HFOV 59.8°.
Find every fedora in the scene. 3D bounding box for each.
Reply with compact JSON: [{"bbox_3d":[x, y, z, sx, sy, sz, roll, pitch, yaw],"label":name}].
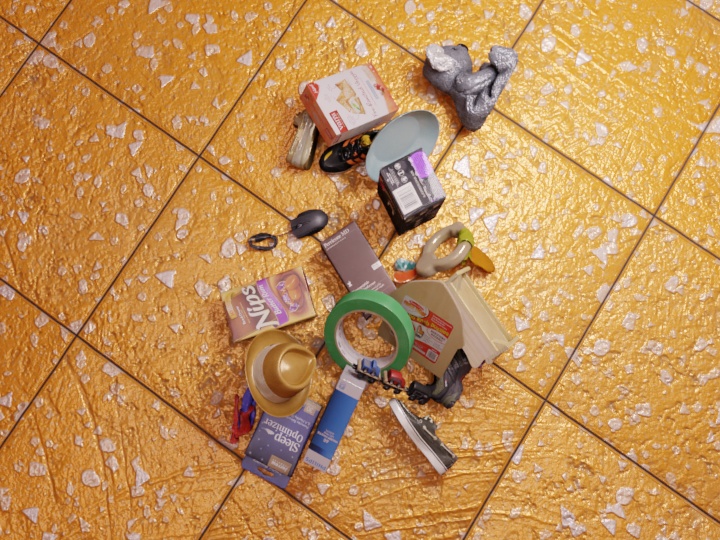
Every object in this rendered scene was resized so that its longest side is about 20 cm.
[{"bbox_3d":[-0.155,0.212,1.341,0.081,0.199,0.205,-22,82,35],"label":"fedora"}]

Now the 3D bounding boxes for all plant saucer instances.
[{"bbox_3d":[0.088,-0.287,1.409,0.199,0.202,0.039,-32,61,-4],"label":"plant saucer"}]

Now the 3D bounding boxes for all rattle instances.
[{"bbox_3d":[0.188,-0.006,1.442,0.199,0.143,0.131,-41,48,6],"label":"rattle"}]

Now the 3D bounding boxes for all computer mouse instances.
[{"bbox_3d":[-0.168,-0.094,1.458,0.196,0.034,0.060,-21,84,-2],"label":"computer mouse"}]

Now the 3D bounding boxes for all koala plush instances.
[{"bbox_3d":[0.228,-0.442,1.433,0.197,0.177,0.187,29,94,0],"label":"koala plush"}]

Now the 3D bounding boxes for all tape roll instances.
[{"bbox_3d":[0.018,0.143,1.366,0.195,0.048,0.205,8,116,16],"label":"tape roll"}]

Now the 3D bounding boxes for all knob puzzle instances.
[{"bbox_3d":[0.142,0.103,1.347,0.215,0.030,0.225,12,115,27],"label":"knob puzzle"}]

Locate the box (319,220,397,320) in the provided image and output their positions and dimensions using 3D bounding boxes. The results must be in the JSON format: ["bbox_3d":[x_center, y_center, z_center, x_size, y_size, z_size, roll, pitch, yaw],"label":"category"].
[{"bbox_3d":[0.000,0.000,1.426,0.099,0.075,0.202,-32,82,-3],"label":"box"}]

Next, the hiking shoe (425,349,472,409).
[{"bbox_3d":[0.199,0.199,1.398,0.099,0.076,0.204,22,84,0],"label":"hiking shoe"}]

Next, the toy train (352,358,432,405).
[{"bbox_3d":[0.071,0.237,1.345,0.197,0.034,0.046,26,124,-18],"label":"toy train"}]

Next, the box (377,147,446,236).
[{"bbox_3d":[0.107,-0.168,1.380,0.104,0.200,0.124,-26,83,-3],"label":"box"}]

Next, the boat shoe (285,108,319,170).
[{"bbox_3d":[-0.128,-0.339,1.467,0.065,0.074,0.205,12,79,5],"label":"boat shoe"}]

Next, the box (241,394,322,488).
[{"bbox_3d":[-0.178,0.372,1.402,0.119,0.032,0.204,24,85,3],"label":"box"}]

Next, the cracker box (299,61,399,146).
[{"bbox_3d":[-0.024,-0.384,1.438,0.198,0.058,0.136,-30,86,-31],"label":"cracker box"}]

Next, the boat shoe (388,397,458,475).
[{"bbox_3d":[0.139,0.354,1.386,0.063,0.071,0.201,-39,92,-4],"label":"boat shoe"}]

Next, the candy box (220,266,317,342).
[{"bbox_3d":[-0.208,0.079,1.426,0.196,0.056,0.119,-19,84,0],"label":"candy box"}]

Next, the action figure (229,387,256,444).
[{"bbox_3d":[-0.249,0.295,1.391,0.051,0.065,0.204,26,99,31],"label":"action figure"}]

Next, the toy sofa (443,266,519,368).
[{"bbox_3d":[0.241,0.101,1.351,0.097,0.082,0.202,-41,78,31],"label":"toy sofa"}]

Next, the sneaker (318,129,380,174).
[{"bbox_3d":[-0.005,-0.286,1.450,0.196,0.090,0.072,-18,82,-4],"label":"sneaker"}]

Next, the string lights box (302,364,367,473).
[{"bbox_3d":[-0.053,0.316,1.349,0.058,0.103,0.204,24,99,3],"label":"string lights box"}]
